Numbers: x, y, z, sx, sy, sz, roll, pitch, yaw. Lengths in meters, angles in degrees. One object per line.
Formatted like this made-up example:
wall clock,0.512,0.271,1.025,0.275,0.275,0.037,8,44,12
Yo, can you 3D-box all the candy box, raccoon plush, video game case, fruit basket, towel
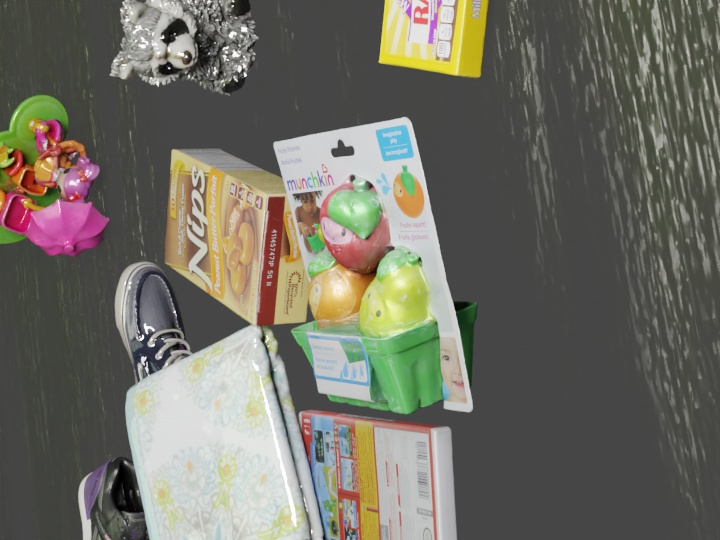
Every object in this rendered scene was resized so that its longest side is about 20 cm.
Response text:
candy box,-0.113,-0.035,1.073,0.200,0.055,0.116,27,115,53
raccoon plush,-0.189,-0.213,1.105,0.200,0.133,0.097,12,103,56
video game case,0.010,0.188,0.933,0.200,0.017,0.144,-4,89,57
fruit basket,0.000,0.000,0.842,0.185,0.093,0.201,1,113,57
towel,-0.122,0.167,1.033,0.171,0.048,0.201,-25,71,29
candy box,0.057,-0.239,0.822,0.102,0.026,0.201,24,112,58

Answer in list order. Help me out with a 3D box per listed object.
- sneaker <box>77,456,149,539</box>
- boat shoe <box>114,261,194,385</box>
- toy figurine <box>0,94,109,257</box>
sneaker,-0.269,0.309,1.330,0.088,0.075,0.201,-39,60,44
boat shoe,-0.190,0.088,1.200,0.092,0.074,0.201,-6,95,51
toy figurine,-0.369,-0.098,1.440,0.184,0.150,0.201,26,90,39
